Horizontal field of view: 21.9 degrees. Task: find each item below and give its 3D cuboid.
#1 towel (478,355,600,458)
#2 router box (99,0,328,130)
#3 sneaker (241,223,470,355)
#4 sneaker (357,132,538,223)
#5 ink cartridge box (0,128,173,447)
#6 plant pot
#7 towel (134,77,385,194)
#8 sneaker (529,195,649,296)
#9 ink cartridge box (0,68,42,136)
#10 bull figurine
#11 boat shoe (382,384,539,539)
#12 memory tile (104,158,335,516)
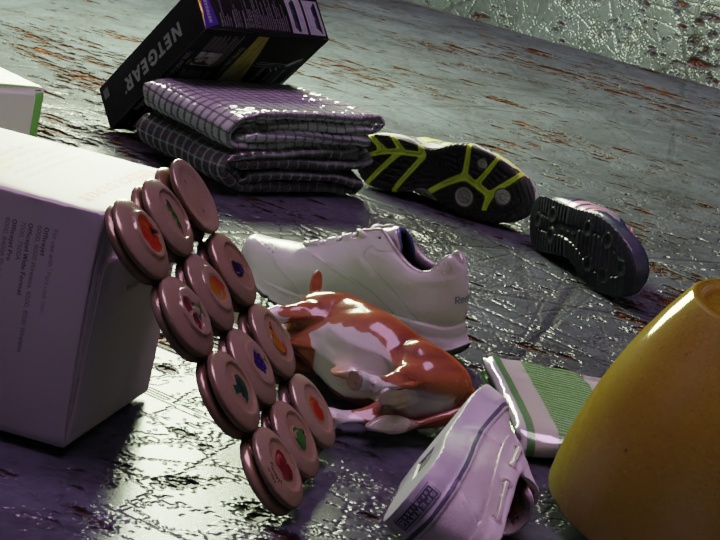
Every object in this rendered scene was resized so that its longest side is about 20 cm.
[{"bbox_3d":[0.188,0.110,1.286,0.198,0.024,0.153,11,16,-10],"label":"towel"},{"bbox_3d":[-0.153,-0.212,1.915,0.156,0.200,0.053,-1,64,-40],"label":"router box"},{"bbox_3d":[0.000,0.000,1.415,0.199,0.088,0.074,17,17,22],"label":"sneaker"},{"bbox_3d":[0.096,-0.103,1.902,0.199,0.076,0.076,21,17,25],"label":"sneaker"},{"bbox_3d":[-0.228,-0.002,1.121,0.198,0.146,0.147,14,14,11],"label":"ink cartridge box"},{"bbox_3d":[0.226,0.090,1.110,0.198,0.143,0.200,12,20,-5],"label":"plant pot"},{"bbox_3d":[-0.100,-0.134,1.850,0.199,0.086,0.165,-2,18,-39],"label":"towel"},{"bbox_3d":[0.233,-0.027,1.733,0.081,0.071,0.200,3,19,-22],"label":"sneaker"},{"bbox_3d":[-0.325,-0.090,1.344,0.084,0.147,0.199,-1,20,-42],"label":"ink cartridge box"},{"bbox_3d":[-0.014,0.055,1.246,0.121,0.066,0.199,-9,23,-44],"label":"bull figurine"},{"bbox_3d":[0.068,0.124,1.073,0.070,0.071,0.200,40,13,2],"label":"boat shoe"},{"bbox_3d":[-0.076,0.035,1.078,0.017,0.201,0.153,-28,7,16],"label":"memory tile"}]
